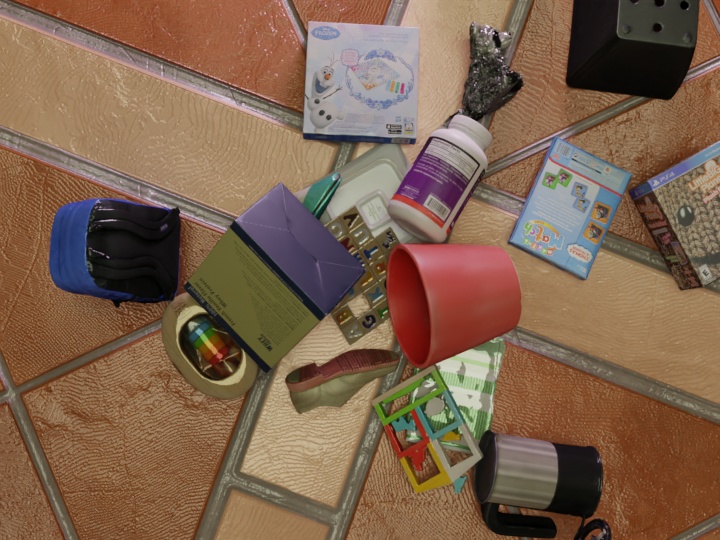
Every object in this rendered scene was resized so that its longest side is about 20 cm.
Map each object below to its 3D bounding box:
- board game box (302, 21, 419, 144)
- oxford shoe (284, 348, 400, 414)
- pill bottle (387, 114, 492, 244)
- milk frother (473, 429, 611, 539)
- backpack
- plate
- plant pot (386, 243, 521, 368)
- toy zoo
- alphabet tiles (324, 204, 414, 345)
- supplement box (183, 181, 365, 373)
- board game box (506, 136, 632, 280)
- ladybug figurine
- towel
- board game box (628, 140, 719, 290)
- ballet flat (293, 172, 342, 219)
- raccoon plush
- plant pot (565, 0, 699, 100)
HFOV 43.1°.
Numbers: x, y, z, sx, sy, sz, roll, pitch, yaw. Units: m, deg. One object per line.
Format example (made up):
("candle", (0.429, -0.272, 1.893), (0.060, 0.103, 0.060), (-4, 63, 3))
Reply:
("board game box", (0.002, -0.324, 1.579), (0.196, 0.043, 0.203), (3, 81, -2))
("oxford shoe", (-0.026, 0.186, 1.539), (0.196, 0.071, 0.075), (-14, 111, -4))
("pill bottle", (0.136, -0.152, 1.512), (0.111, 0.112, 0.202), (32, 82, 1))
("milk frother", (0.289, 0.368, 1.455), (0.185, 0.200, 0.184), (9, 94, -8))
("backpack", (-0.404, -0.025, 1.455), (0.165, 0.199, 0.166), (-7, 82, 28))
("plate", (0.024, -0.101, 1.573), (0.198, 0.032, 0.202), (-30, 86, -5))
("plant pot", (0.155, 0.045, 1.492), (0.174, 0.200, 0.204), (-9, 85, -18))
("toy zoo", (0.116, 0.276, 1.513), (0.130, 0.020, 0.202), (-31, 77, 17))
("alphabet tiles", (0.000, 0.000, 1.540), (0.166, 0.008, 0.202), (-34, 108, -5))
("supplement box", (-0.138, 0.014, 1.450), (0.200, 0.200, 0.134), (45, 43, -1))
("board game box", (0.363, -0.107, 1.584), (0.149, 0.037, 0.203), (26, 84, 0))
("ladybug figurine", (-0.250, 0.123, 1.521), (0.135, 0.072, 0.201), (-37, 88, -5))
("towel", (0.161, 0.203, 1.557), (0.150, 0.023, 0.204), (10, 85, -1))
("board game box", (0.586, -0.093, 1.562), (0.158, 0.097, 0.202), (-28, 87, -4))
("ballet flat", (-0.103, -0.086, 1.531), (0.070, 0.067, 0.202), (29, 102, 3))
("raccoon plush", (0.186, -0.334, 1.574), (0.199, 0.097, 0.135), (-34, 79, -4))
("plant pot", (0.476, -0.423, 1.547), (0.196, 0.177, 0.204), (7, 84, -2))
